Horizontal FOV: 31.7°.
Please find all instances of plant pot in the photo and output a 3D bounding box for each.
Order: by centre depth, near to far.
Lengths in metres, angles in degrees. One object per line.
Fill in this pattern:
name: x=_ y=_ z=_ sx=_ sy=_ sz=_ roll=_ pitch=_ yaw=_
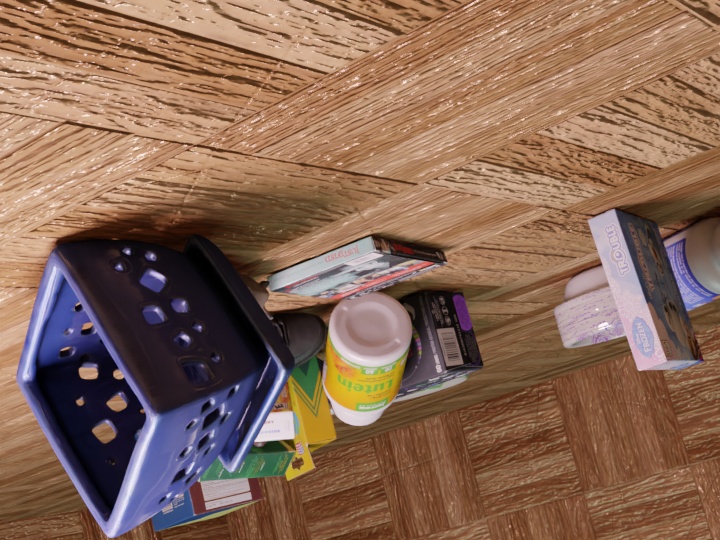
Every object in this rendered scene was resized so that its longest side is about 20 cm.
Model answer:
plant pot: x=-0.185 y=0.093 z=1.177 sx=0.179 sy=0.201 sz=0.201 roll=-16 pitch=148 yaw=-38

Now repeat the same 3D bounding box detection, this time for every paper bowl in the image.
paper bowl: x=0.404 y=0.047 z=2.004 sx=0.198 sy=0.105 sz=0.201 roll=-15 pitch=168 yaw=-3

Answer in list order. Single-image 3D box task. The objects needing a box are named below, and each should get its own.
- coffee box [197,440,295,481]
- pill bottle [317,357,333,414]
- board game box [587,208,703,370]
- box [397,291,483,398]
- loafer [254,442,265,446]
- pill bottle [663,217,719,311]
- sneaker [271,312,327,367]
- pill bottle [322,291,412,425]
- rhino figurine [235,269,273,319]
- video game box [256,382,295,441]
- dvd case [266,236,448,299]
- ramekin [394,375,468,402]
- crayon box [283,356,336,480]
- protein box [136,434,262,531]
coffee box: x=-0.192 y=0.237 z=1.736 sx=0.122 sy=0.044 sz=0.199 roll=31 pitch=-169 yaw=31
pill bottle: x=-0.105 y=0.189 z=2.006 sx=0.115 sy=0.117 sz=0.200 roll=-19 pitch=168 yaw=20
board game box: x=0.374 y=0.029 z=1.646 sx=0.043 sy=0.202 sz=0.198 roll=-22 pitch=167 yaw=26
box: x=0.061 y=0.117 z=1.858 sx=0.199 sy=0.124 sz=0.106 roll=-24 pitch=166 yaw=35
loafer: x=-0.189 y=0.184 z=1.769 sx=0.071 sy=0.064 sz=0.199 roll=-17 pitch=-153 yaw=-31
pill bottle: x=0.494 y=-0.010 z=1.833 sx=0.111 sy=0.113 sz=0.200 roll=-8 pitch=167 yaw=-28
sneaker: x=-0.136 y=0.097 z=1.649 sx=0.198 sy=0.074 sz=0.082 roll=-14 pitch=165 yaw=-13
pill bottle: x=0.005 y=0.127 z=1.722 sx=0.110 sy=0.112 sz=0.201 roll=-12 pitch=147 yaw=-14
rhino figurine: x=-0.145 y=0.031 z=1.371 sx=0.087 sy=0.060 sz=0.200 roll=-14 pitch=170 yaw=12
video game box: x=-0.184 y=0.165 z=1.672 sx=0.180 sy=0.047 sz=0.200 roll=-7 pitch=-157 yaw=-6
dvd case: x=0.000 y=0.000 z=1.497 sx=0.145 sy=0.022 sz=0.199 roll=-21 pitch=168 yaw=26
ramekin: x=0.087 y=0.157 z=2.132 sx=0.198 sy=0.099 sz=0.200 roll=-14 pitch=168 yaw=-3
crayon box: x=-0.091 y=0.192 z=1.825 sx=0.050 sy=0.202 sz=0.127 roll=-9 pitch=168 yaw=-24
protein box: x=-0.291 y=0.332 z=2.224 sx=0.134 sy=0.202 sz=0.198 roll=-7 pitch=166 yaw=-32
